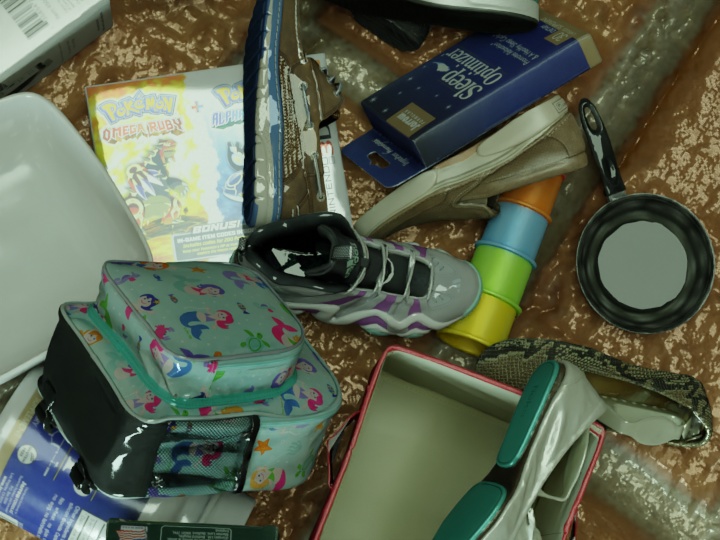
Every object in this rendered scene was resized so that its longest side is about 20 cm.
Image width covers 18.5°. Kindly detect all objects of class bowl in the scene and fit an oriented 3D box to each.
[{"bbox_3d":[-0.279,-0.015,1.709,0.199,0.075,0.200,-32,77,-13],"label":"bowl"}]

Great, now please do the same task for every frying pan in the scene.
[{"bbox_3d":[0.205,-0.033,1.798,0.115,0.031,0.190,-43,88,-9],"label":"frying pan"}]

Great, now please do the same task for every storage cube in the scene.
[{"bbox_3d":[0.064,0.172,1.684,0.199,0.180,0.171,20,80,0],"label":"storage cube"}]

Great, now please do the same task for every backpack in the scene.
[{"bbox_3d":[-0.116,0.081,1.626,0.200,0.178,0.151,7,117,-37],"label":"backpack"}]

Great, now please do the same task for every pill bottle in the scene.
[{"bbox_3d":[-0.187,0.168,1.695,0.200,0.120,0.120,28,80,0],"label":"pill bottle"}]

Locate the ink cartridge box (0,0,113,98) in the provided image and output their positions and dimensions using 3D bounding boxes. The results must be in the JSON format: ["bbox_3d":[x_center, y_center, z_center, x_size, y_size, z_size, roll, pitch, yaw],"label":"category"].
[{"bbox_3d":[-0.319,-0.201,1.762,0.200,0.083,0.147,-37,84,-9],"label":"ink cartridge box"}]

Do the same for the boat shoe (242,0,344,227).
[{"bbox_3d":[-0.053,-0.130,1.739,0.072,0.072,0.201,4,83,-14],"label":"boat shoe"}]

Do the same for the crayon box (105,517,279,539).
[{"bbox_3d":[-0.127,0.264,1.649,0.127,0.200,0.051,3,49,-3],"label":"crayon box"}]

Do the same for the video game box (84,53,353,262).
[{"bbox_3d":[-0.111,-0.071,1.777,0.199,0.047,0.183,-9,80,-6],"label":"video game box"}]

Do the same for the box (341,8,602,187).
[{"bbox_3d":[0.081,-0.142,1.766,0.200,0.121,0.032,-33,117,-8],"label":"box"}]

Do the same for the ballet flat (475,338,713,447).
[{"bbox_3d":[0.190,0.101,1.734,0.199,0.075,0.068,13,120,-18],"label":"ballet flat"}]

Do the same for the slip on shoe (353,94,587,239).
[{"bbox_3d":[0.087,-0.066,1.751,0.200,0.076,0.061,-30,92,15],"label":"slip on shoe"}]

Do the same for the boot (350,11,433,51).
[{"bbox_3d":[0.002,-0.283,1.814,0.200,0.070,0.132,35,77,-9],"label":"boot"}]

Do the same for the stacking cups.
[{"bbox_3d":[0.119,-0.030,1.784,0.060,0.061,0.201,19,77,-1],"label":"stacking cups"}]

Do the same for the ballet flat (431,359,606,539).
[{"bbox_3d":[0.114,0.159,1.572,0.069,0.069,0.200,31,79,1],"label":"ballet flat"}]

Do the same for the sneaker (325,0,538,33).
[{"bbox_3d":[0.050,-0.264,1.747,0.199,0.084,0.121,9,79,-13],"label":"sneaker"}]

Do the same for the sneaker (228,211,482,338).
[{"bbox_3d":[0.000,0.000,1.680,0.199,0.140,0.078,2,76,-4],"label":"sneaker"}]
